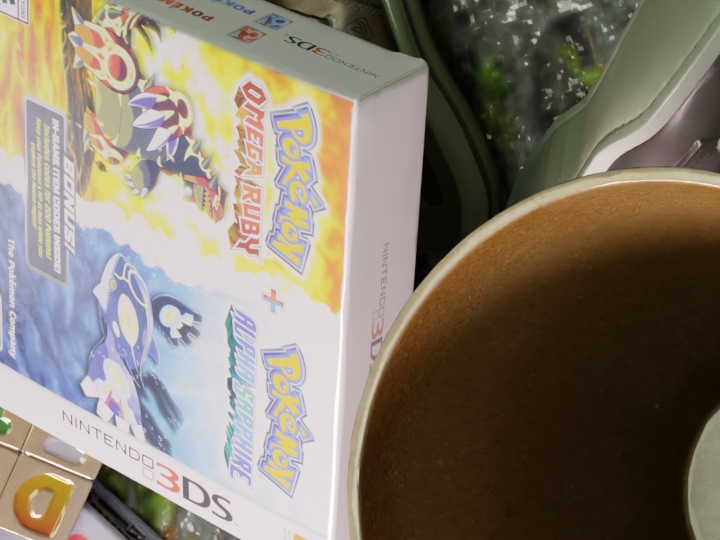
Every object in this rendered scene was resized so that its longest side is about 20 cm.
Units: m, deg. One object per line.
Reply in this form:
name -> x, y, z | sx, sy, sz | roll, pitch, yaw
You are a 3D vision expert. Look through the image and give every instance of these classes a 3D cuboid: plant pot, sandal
plant pot -> 0.118, 0.072, 0.811 | 0.186, 0.200, 0.187 | -2, 84, 23
sandal -> -0.012, -0.091, 0.995 | 0.057, 0.080, 0.201 | -29, 91, -23

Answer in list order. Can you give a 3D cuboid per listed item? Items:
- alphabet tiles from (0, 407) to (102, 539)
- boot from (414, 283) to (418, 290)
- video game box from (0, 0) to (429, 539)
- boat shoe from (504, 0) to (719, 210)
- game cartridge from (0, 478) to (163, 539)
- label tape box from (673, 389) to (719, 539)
alphabet tiles -> -0.170, 0.026, 1.030 | 0.166, 0.006, 0.201 | 23, 97, -14
boot -> -0.002, 0.001, 0.963 | 0.211, 0.079, 0.158 | -2, 107, 38
video game box -> -0.063, -0.008, 0.926 | 0.182, 0.047, 0.201 | 23, 125, 30
boat shoe -> 0.114, -0.052, 0.919 | 0.060, 0.201, 0.072 | 21, 55, -11
game cartridge -> -0.109, 0.179, 1.072 | 0.200, 0.041, 0.133 | 39, 107, 22
label tape box -> 0.124, 0.137, 0.949 | 0.200, 0.066, 0.143 | -39, 72, 16
